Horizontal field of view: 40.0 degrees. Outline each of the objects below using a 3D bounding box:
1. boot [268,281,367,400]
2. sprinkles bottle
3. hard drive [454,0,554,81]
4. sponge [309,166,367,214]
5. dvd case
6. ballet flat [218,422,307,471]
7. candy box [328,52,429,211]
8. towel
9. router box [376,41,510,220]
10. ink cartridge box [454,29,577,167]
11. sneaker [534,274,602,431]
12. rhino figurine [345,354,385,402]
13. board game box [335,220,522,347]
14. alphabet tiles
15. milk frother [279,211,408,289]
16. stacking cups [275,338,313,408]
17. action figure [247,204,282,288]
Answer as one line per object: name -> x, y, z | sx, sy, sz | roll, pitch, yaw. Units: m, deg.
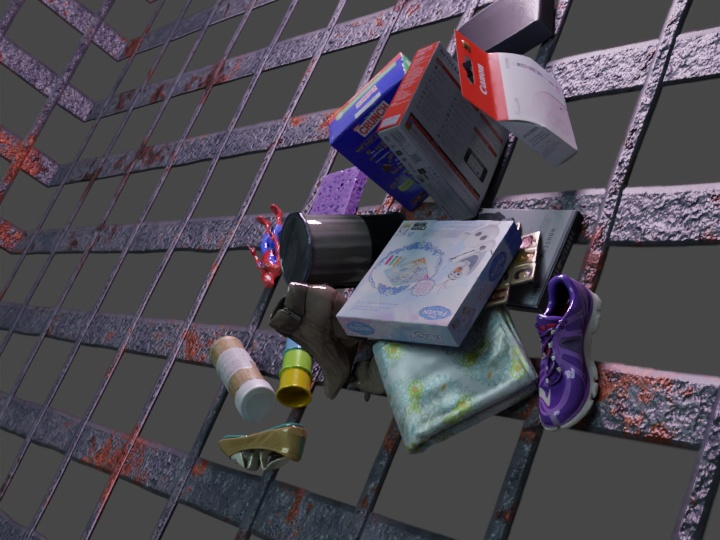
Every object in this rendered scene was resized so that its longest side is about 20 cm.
boot -> -0.070, 0.100, 1.483 | 0.071, 0.144, 0.202 | -76, 10, -53
sprinkles bottle -> -0.207, 0.185, 1.716 | 0.069, 0.068, 0.200 | -52, 33, 4
hard drive -> 0.241, -0.409, 1.693 | 0.198, 0.042, 0.137 | -23, 44, 40
sponge -> -0.055, -0.093, 1.805 | 0.110, 0.030, 0.203 | -11, 52, 47
dvd case -> 0.211, -0.018, 1.401 | 0.198, 0.025, 0.152 | 6, 66, 53
ballet flat -> -0.163, 0.288, 1.575 | 0.198, 0.068, 0.064 | -21, 59, 43
candy box -> 0.072, -0.219, 1.596 | 0.168, 0.199, 0.078 | -38, 36, 23
towel -> 0.123, 0.125, 1.305 | 0.198, 0.048, 0.173 | -29, 47, 10
router box -> 0.130, -0.207, 1.492 | 0.048, 0.200, 0.181 | -12, 42, 45
ink cartridge box -> 0.226, -0.261, 1.435 | 0.057, 0.199, 0.165 | -34, 38, 31
sneaker -> 0.239, 0.098, 1.207 | 0.080, 0.083, 0.203 | -20, 47, 41
rhino figurine -> 0.044, 0.136, 1.447 | 0.198, 0.059, 0.089 | -30, 43, 37
board game box -> 0.094, 0.012, 1.352 | 0.198, 0.044, 0.200 | 3, 44, 43
alphabet tiles -> 0.152, 0.001, 1.367 | 0.197, 0.006, 0.168 | -14, 34, 27
milk frother -> 0.000, 0.000, 1.498 | 0.199, 0.185, 0.185 | 2, 94, 61
stacking cups -> -0.104, 0.126, 1.642 | 0.060, 0.060, 0.203 | -30, 40, 32
action figure -> -0.177, -0.041, 1.903 | 0.065, 0.052, 0.202 | -33, 41, 24
